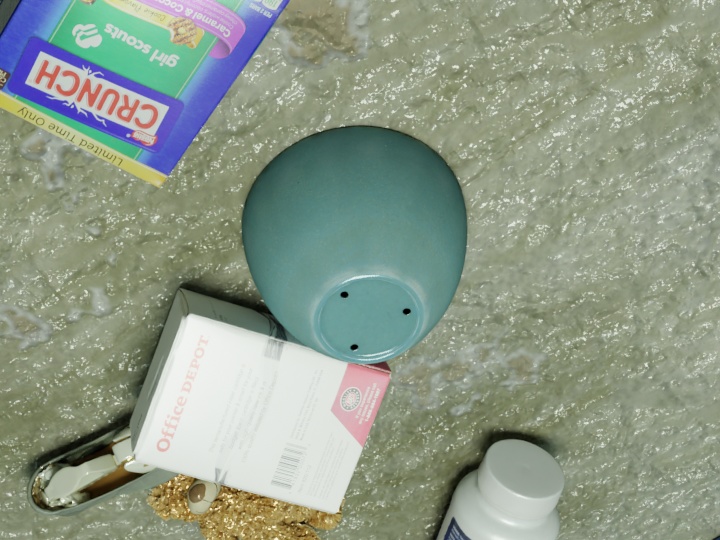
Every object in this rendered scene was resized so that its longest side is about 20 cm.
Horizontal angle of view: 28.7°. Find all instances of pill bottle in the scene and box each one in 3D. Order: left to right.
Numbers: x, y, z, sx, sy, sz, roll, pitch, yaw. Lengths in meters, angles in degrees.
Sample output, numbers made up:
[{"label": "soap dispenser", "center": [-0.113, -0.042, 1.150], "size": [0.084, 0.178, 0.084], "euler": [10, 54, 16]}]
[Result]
[{"label": "pill bottle", "center": [0.135, 0.270, 1.417], "size": [0.110, 0.111, 0.201], "euler": [9, 125, -13]}]

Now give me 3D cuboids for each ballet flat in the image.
[{"label": "ballet flat", "center": [-0.228, 0.181, 1.330], "size": [0.199, 0.068, 0.064], "euler": [-28, 165, 16]}]

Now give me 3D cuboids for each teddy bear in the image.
[{"label": "teddy bear", "center": [-0.109, 0.231, 1.387], "size": [0.145, 0.067, 0.200], "euler": [-36, 123, 16]}]

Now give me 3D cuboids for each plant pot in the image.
[{"label": "plant pot", "center": [0.000, 0.000, 1.189], "size": [0.198, 0.135, 0.201], "euler": [-3, 127, -4]}]

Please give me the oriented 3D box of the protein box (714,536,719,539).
[{"label": "protein box", "center": [0.454, 0.388, 1.527], "size": [0.198, 0.135, 0.200], "euler": [-33, 123, 16]}]

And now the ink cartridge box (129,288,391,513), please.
[{"label": "ink cartridge box", "center": [-0.093, 0.116, 1.272], "size": [0.199, 0.083, 0.147], "euler": [18, 102, -18]}]

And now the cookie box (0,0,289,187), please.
[{"label": "cookie box", "center": [-0.174, -0.188, 1.067], "size": [0.170, 0.075, 0.200], "euler": [26, 120, -24]}]
